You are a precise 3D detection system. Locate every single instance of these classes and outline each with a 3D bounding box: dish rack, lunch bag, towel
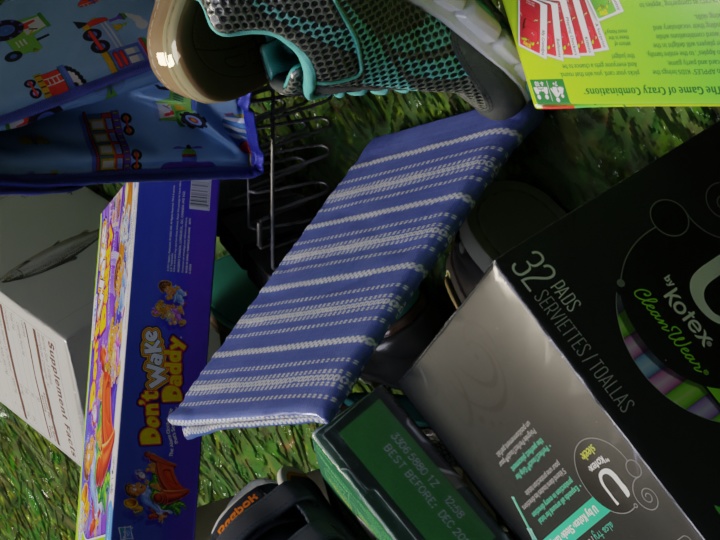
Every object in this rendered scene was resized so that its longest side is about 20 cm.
[{"bbox_3d":[-0.061,-0.096,1.037,0.153,0.055,0.200,47,145,46],"label":"dish rack"},{"bbox_3d":[-0.166,-0.101,0.950,0.151,0.200,0.094,51,146,44],"label":"lunch bag"},{"bbox_3d":[0.000,0.000,0.920,0.024,0.200,0.145,45,152,-20],"label":"towel"}]

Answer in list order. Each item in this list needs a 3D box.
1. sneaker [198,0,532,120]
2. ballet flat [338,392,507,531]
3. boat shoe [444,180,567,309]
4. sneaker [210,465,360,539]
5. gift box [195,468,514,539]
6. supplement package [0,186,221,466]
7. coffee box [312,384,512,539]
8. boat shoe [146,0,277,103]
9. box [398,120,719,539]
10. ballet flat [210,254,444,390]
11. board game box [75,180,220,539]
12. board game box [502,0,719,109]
[{"bbox_3d":[0.000,-0.107,0.836,0.200,0.091,0.078,32,-162,-47],"label":"sneaker"},{"bbox_3d":[0.057,0.102,1.014,0.200,0.072,0.072,1,116,48],"label":"ballet flat"},{"bbox_3d":[0.110,0.050,0.918,0.201,0.072,0.061,57,149,21],"label":"boat shoe"},{"bbox_3d":[-0.033,0.145,0.905,0.079,0.078,0.200,49,174,-6],"label":"sneaker"},{"bbox_3d":[0.001,0.202,1.101,0.185,0.187,0.200,92,156,-45],"label":"gift box"},{"bbox_3d":[-0.199,0.027,1.303,0.200,0.117,0.117,30,138,40],"label":"supplement package"},{"bbox_3d":[0.032,0.130,0.910,0.123,0.044,0.200,51,170,15],"label":"coffee box"},{"bbox_3d":[-0.060,-0.140,0.882,0.064,0.200,0.071,-6,125,25],"label":"boat shoe"},{"bbox_3d":[0.144,0.068,0.802,0.200,0.148,0.124,52,150,12],"label":"box"},{"bbox_3d":[-0.023,0.038,1.110,0.200,0.068,0.068,13,139,51],"label":"ballet flat"},{"bbox_3d":[-0.118,0.055,1.056,0.134,0.045,0.200,148,127,-71],"label":"board game box"},{"bbox_3d":[0.135,-0.119,0.758,0.200,0.048,0.102,7,122,54],"label":"board game box"}]
